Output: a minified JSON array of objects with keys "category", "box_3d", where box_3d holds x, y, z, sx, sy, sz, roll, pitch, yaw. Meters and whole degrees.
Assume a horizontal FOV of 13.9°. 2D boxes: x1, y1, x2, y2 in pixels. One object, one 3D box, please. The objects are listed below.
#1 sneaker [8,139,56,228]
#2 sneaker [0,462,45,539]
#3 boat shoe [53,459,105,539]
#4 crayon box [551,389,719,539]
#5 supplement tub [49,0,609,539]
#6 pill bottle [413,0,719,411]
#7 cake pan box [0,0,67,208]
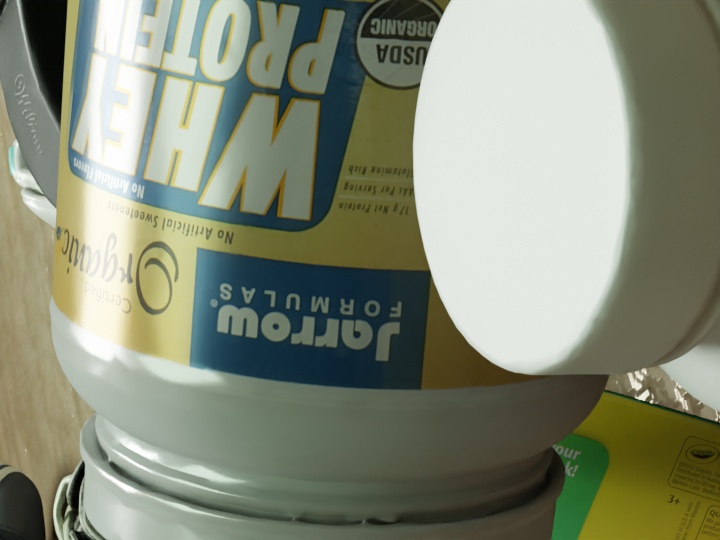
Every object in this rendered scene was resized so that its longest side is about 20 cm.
[{"category":"sneaker","box_3d":[-0.090,-0.030,1.124,0.200,0.088,0.075,107,174,-78]},{"category":"sneaker","box_3d":[-0.154,0.188,1.334,0.079,0.078,0.200,4,80,20]},{"category":"boat shoe","box_3d":[-0.091,0.093,1.213,0.200,0.064,0.071,-46,52,54]},{"category":"crayon box","box_3d":[0.034,0.089,0.840,0.200,0.058,0.119,16,73,30]},{"category":"supplement tub","box_3d":[-0.003,-0.033,0.740,0.145,0.144,0.200,28,117,59]},{"category":"pill bottle","box_3d":[0.120,-0.026,0.663,0.120,0.200,0.120,5,96,62]},{"category":"cake pan box","box_3d":[-0.059,-0.107,0.922,0.200,0.052,0.184,-59,42,44]}]
